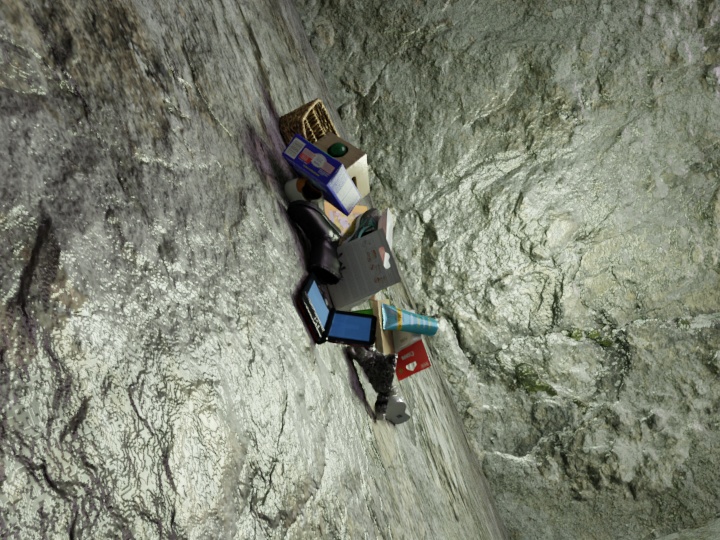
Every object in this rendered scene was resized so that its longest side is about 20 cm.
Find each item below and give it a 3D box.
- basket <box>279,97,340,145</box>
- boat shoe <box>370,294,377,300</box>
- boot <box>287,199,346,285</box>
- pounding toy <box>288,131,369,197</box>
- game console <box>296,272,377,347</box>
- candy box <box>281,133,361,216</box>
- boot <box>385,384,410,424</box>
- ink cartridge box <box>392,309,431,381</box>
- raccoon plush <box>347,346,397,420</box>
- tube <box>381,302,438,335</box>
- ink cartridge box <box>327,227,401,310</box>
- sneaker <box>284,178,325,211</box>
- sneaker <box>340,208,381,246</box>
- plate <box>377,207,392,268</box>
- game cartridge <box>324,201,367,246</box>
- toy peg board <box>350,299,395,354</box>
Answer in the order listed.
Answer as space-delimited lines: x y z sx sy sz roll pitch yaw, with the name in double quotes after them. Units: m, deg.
-0.147 -0.408 1.914 0.144 0.147 0.202 -99 165 -56 "basket"
-0.001 0.046 1.839 0.199 0.071 0.066 -159 -113 -64 "boat shoe"
-0.112 -0.065 1.545 0.198 0.073 0.165 38 42 -42 "boot"
-0.090 -0.307 1.816 0.183 0.142 0.202 35 -27 28 "pounding toy"
-0.050 0.086 1.402 0.200 0.117 0.175 -78 145 -75 "game console"
-0.099 -0.251 1.629 0.168 0.077 0.200 37 -6 22 "candy box"
0.089 0.366 1.732 0.201 0.073 0.097 68 -2 -61 "boot"
0.125 0.239 1.893 0.200 0.044 0.179 -40 -117 54 "ink cartridge box"
0.019 0.275 1.578 0.097 0.131 0.204 91 11 -76 "raccoon plush"
0.138 0.149 1.776 0.197 0.050 0.079 15 56 -34 "tube"
0.000 0.000 1.635 0.050 0.197 0.163 40 29 -70 "ink cartridge box"
-0.120 -0.155 1.619 0.201 0.084 0.073 56 47 -28 "sneaker"
0.022 -0.108 1.753 0.078 0.091 0.202 43 53 -20 "sneaker"
0.068 -0.067 1.786 0.200 0.032 0.204 39 55 -81 "plate"
-0.037 -0.096 1.779 0.174 0.032 0.204 1 72 -38 "game cartridge"
0.034 0.192 1.793 0.200 0.096 0.203 8 75 -78 "toy peg board"
